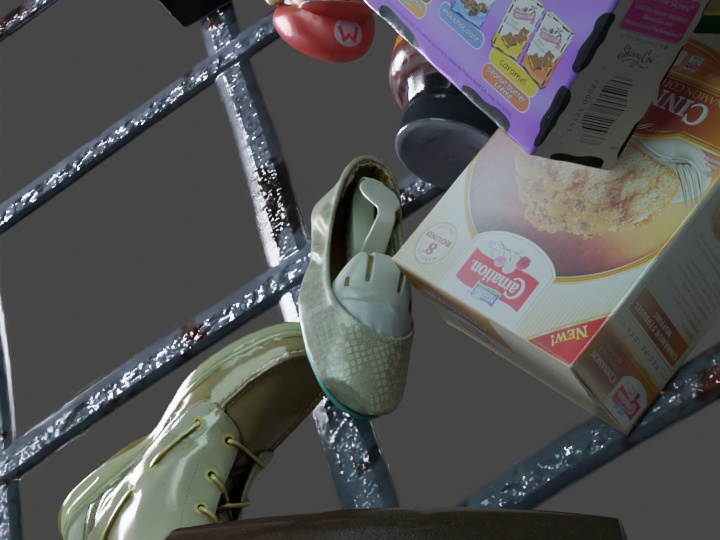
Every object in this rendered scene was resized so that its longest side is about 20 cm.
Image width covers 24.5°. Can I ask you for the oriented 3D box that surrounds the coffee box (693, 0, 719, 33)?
[{"bbox_3d":[0.265,-0.181,0.832,0.197,0.044,0.125,3,88,9],"label":"coffee box"}]

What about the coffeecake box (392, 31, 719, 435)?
[{"bbox_3d":[0.138,-0.037,0.890,0.201,0.073,0.153,-51,42,-7],"label":"coffeecake box"}]

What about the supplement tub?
[{"bbox_3d":[0.078,-0.149,1.007,0.106,0.107,0.202,-5,54,36],"label":"supplement tub"}]

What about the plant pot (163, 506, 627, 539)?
[{"bbox_3d":[0.033,0.182,0.733,0.198,0.188,0.188,-16,46,8],"label":"plant pot"}]

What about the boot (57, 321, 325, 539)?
[{"bbox_3d":[-0.075,0.136,0.918,0.199,0.073,0.156,-40,40,8],"label":"boot"}]

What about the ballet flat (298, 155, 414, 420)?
[{"bbox_3d":[0.000,0.000,0.953,0.063,0.067,0.201,-60,22,30],"label":"ballet flat"}]

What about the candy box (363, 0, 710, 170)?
[{"bbox_3d":[0.106,-0.182,0.841,0.168,0.071,0.201,49,120,38],"label":"candy box"}]

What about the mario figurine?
[{"bbox_3d":[-0.019,-0.242,1.138,0.122,0.106,0.203,-11,75,19],"label":"mario figurine"}]

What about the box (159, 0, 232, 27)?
[{"bbox_3d":[-0.111,-0.318,1.306,0.147,0.107,0.201,-25,44,21],"label":"box"}]
